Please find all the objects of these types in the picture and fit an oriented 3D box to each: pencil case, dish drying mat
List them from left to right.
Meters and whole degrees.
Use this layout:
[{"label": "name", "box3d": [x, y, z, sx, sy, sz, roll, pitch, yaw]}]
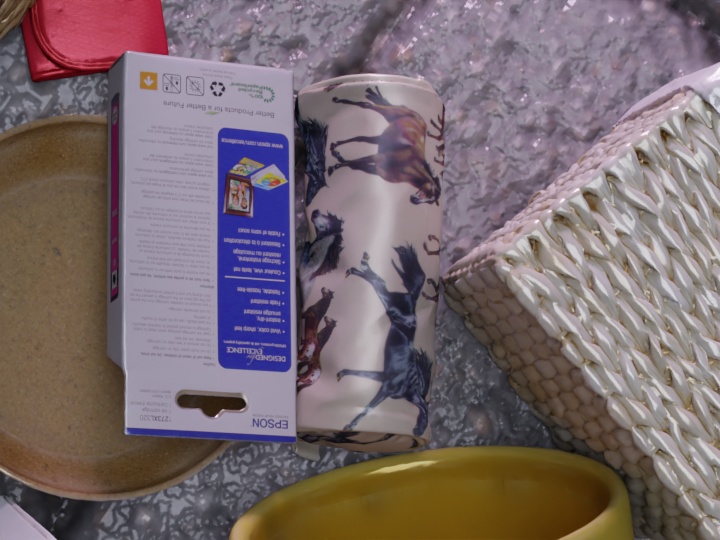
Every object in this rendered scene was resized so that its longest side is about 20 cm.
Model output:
[{"label": "dish drying mat", "box3d": [-0.154, -0.204, 1.264, 0.076, 0.018, 0.201, -8, 86, -11]}, {"label": "pencil case", "box3d": [0.000, 0.000, 1.243, 0.077, 0.089, 0.201, 7, 83, -38]}]

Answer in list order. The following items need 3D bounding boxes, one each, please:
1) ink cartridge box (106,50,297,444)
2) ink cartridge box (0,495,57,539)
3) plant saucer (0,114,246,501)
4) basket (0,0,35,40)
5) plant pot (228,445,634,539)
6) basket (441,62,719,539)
[{"label": "ink cartridge box", "box3d": [-0.081, -0.010, 1.213, 0.094, 0.037, 0.201, 5, 73, -23]}, {"label": "ink cartridge box", "box3d": [-0.191, 0.235, 1.162, 0.200, 0.084, 0.146, -43, 117, -11]}, {"label": "plant saucer", "box3d": [-0.141, 0.021, 1.220, 0.199, 0.035, 0.202, 5, 76, -22]}, {"label": "basket", "box3d": [-0.212, -0.199, 1.176, 0.143, 0.149, 0.200, 40, 88, 1]}, {"label": "plant pot", "box3d": [0.045, 0.206, 1.183, 0.199, 0.201, 0.190, -11, 103, -10]}, {"label": "basket", "box3d": [0.166, 0.024, 1.207, 0.161, 0.200, 0.199, -38, 91, -9]}]
